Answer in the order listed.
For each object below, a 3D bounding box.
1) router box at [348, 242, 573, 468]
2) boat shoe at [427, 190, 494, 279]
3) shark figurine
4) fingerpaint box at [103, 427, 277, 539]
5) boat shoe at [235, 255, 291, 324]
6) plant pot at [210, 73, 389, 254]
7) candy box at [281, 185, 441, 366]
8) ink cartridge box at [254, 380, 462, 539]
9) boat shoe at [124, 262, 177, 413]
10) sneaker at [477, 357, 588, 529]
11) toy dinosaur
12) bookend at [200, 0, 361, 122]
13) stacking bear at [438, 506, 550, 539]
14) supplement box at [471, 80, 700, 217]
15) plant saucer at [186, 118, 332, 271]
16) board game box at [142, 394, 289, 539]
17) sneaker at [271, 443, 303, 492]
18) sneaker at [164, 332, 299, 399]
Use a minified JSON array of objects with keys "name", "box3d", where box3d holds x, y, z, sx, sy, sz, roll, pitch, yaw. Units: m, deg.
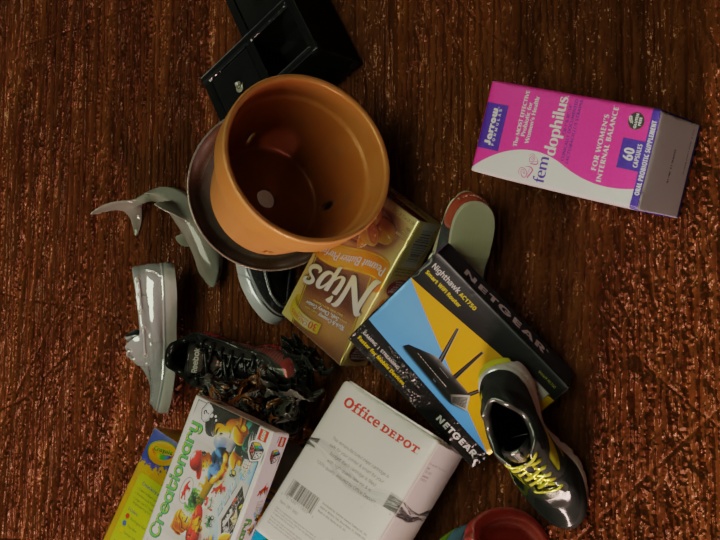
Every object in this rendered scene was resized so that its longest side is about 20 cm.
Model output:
[{"name":"router box","box3d":[0.108,0.092,1.342,0.200,0.051,0.149,45,114,1]},{"name":"boat shoe","box3d":[0.103,0.009,1.394,0.063,0.071,0.201,-121,42,-69]},{"name":"shark figurine","box3d":[-0.259,-0.080,1.649,0.214,0.089,0.129,29,102,32]},{"name":"fingerpaint box","box3d":[-0.195,0.308,1.489,0.200,0.073,0.167,25,92,35]},{"name":"boat shoe","box3d":[-0.113,-0.035,1.552,0.068,0.072,0.201,-24,67,33]},{"name":"plant pot","box3d":[-0.086,-0.104,1.411,0.140,0.199,0.201,-34,65,58]},{"name":"candy box","box3d":[0.000,0.000,1.471,0.115,0.055,0.200,39,108,34]},{"name":"ink cartridge box","box3d":[0.000,0.247,1.387,0.146,0.084,0.200,31,86,33]},{"name":"boat shoe","box3d":[-0.277,0.090,1.634,0.072,0.068,0.201,-129,41,-74]},{"name":"sneaker","box3d":[0.170,0.192,1.280,0.074,0.085,0.200,-26,101,23]},{"name":"toy dinosaur","box3d":[-0.091,0.158,1.486,0.102,0.199,0.136,-102,25,-50]},{"name":"bookend","box3d":[-0.130,-0.288,1.566,0.199,0.092,0.201,-37,66,29]},{"name":"stacking bear","box3d":[0.105,0.338,1.339,0.200,0.114,0.122,-34,82,41]},{"name":"supplement box","box3d":[0.231,-0.127,1.286,0.200,0.103,0.102,17,97,37]},{"name":"plant saucer","box3d":[-0.112,-0.098,1.509,0.032,0.199,0.201,160,110,-77]},{"name":"board game box","box3d":[-0.169,0.258,1.418,0.126,0.035,0.201,19,88,35]},{"name":"sneaker","box3d":[-0.109,0.312,1.511,0.085,0.073,0.201,33,105,44]},{"name":"sneaker","box3d":[-0.165,0.121,1.558,0.200,0.098,0.071,10,91,34]}]
